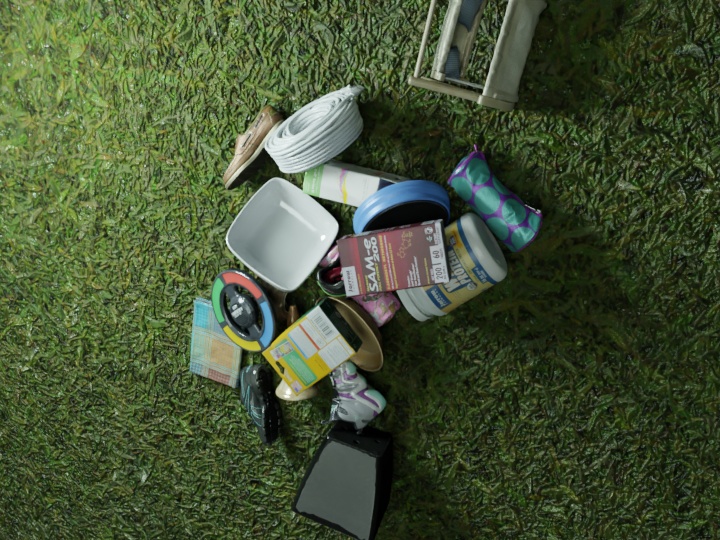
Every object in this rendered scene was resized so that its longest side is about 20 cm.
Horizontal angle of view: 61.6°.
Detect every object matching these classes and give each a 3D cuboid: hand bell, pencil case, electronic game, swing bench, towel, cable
[{"bbox_3d":[-0.149,0.179,1.381,0.101,0.104,0.207,2,103,17],"label":"hand bell"},{"bbox_3d":[0.259,-0.136,1.159,0.200,0.085,0.093,45,113,1],"label":"pencil case"},{"bbox_3d":[-0.002,0.028,1.293,0.086,0.083,0.201,-40,92,24],"label":"pencil case"},{"bbox_3d":[-0.265,0.092,1.371,0.195,0.041,0.206,16,120,29],"label":"electronic game"},{"bbox_3d":[0.209,-0.408,1.070,0.194,0.130,0.205,18,110,11],"label":"swing bench"},{"bbox_3d":[-0.353,0.180,1.485,0.142,0.022,0.206,16,110,14],"label":"towel"},{"bbox_3d":[-0.089,-0.268,1.175,0.195,0.202,0.070,-6,130,37],"label":"cable"}]

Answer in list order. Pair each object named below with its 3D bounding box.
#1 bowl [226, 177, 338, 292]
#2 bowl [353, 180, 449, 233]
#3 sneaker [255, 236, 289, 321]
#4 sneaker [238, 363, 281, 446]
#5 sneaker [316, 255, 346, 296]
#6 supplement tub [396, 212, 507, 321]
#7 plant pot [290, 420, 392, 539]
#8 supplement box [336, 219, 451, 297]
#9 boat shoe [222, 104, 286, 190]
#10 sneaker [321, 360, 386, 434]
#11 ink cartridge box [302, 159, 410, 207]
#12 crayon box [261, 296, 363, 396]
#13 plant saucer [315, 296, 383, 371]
[{"bbox_3d":[-0.166,-0.068,1.286,0.198,0.075,0.202,36,72,4],"label":"bowl"},{"bbox_3d":[0.083,-0.097,1.174,0.197,0.199,0.040,-27,61,22],"label":"bowl"},{"bbox_3d":[-0.190,0.015,1.369,0.073,0.071,0.207,-6,110,2],"label":"sneaker"},{"bbox_3d":[-0.246,0.327,1.476,0.077,0.075,0.207,-6,97,30],"label":"sneaker"},{"bbox_3d":[0.000,0.000,1.189,0.195,0.083,0.079,-22,66,19],"label":"sneaker"},{"bbox_3d":[0.174,-0.003,1.192,0.198,0.145,0.147,-34,94,23],"label":"supplement tub"},{"bbox_3d":[-0.022,0.456,1.375,0.194,0.200,0.183,17,100,12],"label":"plant pot"},{"bbox_3d":[0.062,-0.022,1.107,0.193,0.061,0.113,-9,98,15],"label":"supplement box"},{"bbox_3d":[-0.234,-0.263,1.294,0.200,0.072,0.068,-45,86,14],"label":"boat shoe"},{"bbox_3d":[-0.050,0.279,1.354,0.200,0.078,0.140,44,77,2],"label":"sneaker"},{"bbox_3d":[-0.005,-0.170,1.215,0.194,0.117,0.070,15,106,13],"label":"ink cartridge box"},{"bbox_3d":[-0.105,0.165,1.295,0.199,0.052,0.127,-38,94,30],"label":"crayon box"},{"bbox_3d":[-0.017,0.129,1.311,0.198,0.035,0.203,34,147,25],"label":"plant saucer"}]
